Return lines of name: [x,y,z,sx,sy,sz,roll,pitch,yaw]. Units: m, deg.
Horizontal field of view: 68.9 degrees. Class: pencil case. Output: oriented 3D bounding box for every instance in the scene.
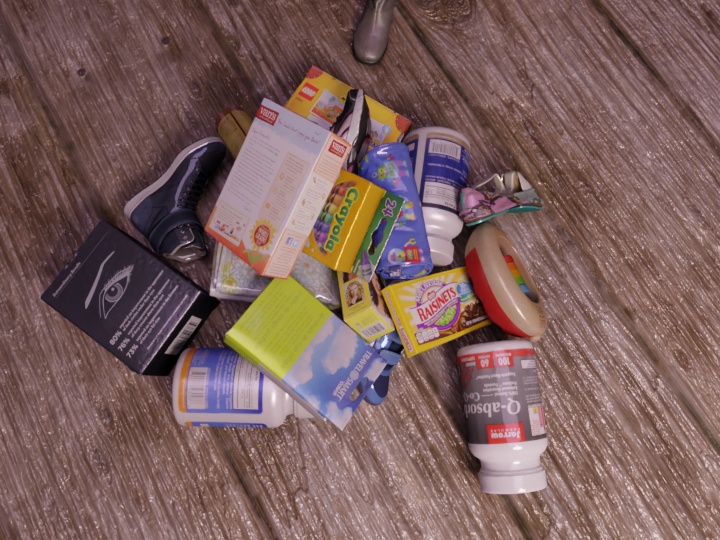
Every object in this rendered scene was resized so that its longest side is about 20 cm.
pencil case: [0.047,-0.082,0.762,0.085,0.078,0.204,-9,75,-1]

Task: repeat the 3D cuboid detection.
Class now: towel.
towel: [-0.128,-0.027,0.815,0.196,0.048,0.174,7,59,-14]

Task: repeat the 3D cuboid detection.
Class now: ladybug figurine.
ladybug figurine: [0.220,0.021,0.818,0.072,0.135,0.203,-34,62,29]

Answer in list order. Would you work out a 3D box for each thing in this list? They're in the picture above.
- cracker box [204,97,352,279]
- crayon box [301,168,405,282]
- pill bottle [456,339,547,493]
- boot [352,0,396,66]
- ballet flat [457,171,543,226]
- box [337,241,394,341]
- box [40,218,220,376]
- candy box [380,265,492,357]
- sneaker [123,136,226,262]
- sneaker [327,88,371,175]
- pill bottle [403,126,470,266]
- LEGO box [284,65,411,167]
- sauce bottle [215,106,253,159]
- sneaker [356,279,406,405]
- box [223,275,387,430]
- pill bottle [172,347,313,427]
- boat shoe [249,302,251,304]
cracker box: [-0.113,-0.109,0.705,0.133,0.057,0.202,34,101,31]
crayon box: [-0.051,-0.084,0.734,0.198,0.051,0.128,28,98,26]
pill bottle: [0.209,0.210,0.769,0.113,0.116,0.204,-5,76,-2]
boot: [0.030,-0.482,0.926,0.066,0.131,0.204,14,76,3]
ballet flat: [0.226,-0.119,0.832,0.198,0.069,0.073,-14,94,-38]
box: [0.000,0.000,0.790,0.050,0.075,0.202,-26,49,17]
box: [-0.345,0.044,0.802,0.199,0.104,0.149,35,81,8]
candy box: [0.124,0.055,0.796,0.198,0.026,0.104,-13,72,-42]
sneaker: [-0.267,-0.107,0.850,0.202,0.077,0.146,-43,69,0]
sneaker: [-0.039,-0.189,0.804,0.085,0.080,0.204,9,72,12]
pill bottle: [0.112,-0.116,0.846,0.113,0.116,0.204,9,77,1]
LEGO box: [-0.036,-0.225,0.890,0.198,0.077,0.150,31,78,7]
sauce bottle: [-0.174,-0.187,0.860,0.065,0.066,0.201,-30,62,-8]
sneaker: [0.039,0.103,0.801,0.081,0.074,0.204,-2,76,33]
box: [-0.074,0.110,0.724,0.199,0.048,0.122,41,65,-4]
pill bottle: [-0.164,0.172,0.774,0.196,0.112,0.114,1,76,-2]
boat shoe: [-0.115,0.069,0.825,0.200,0.061,0.072,39,78,8]
